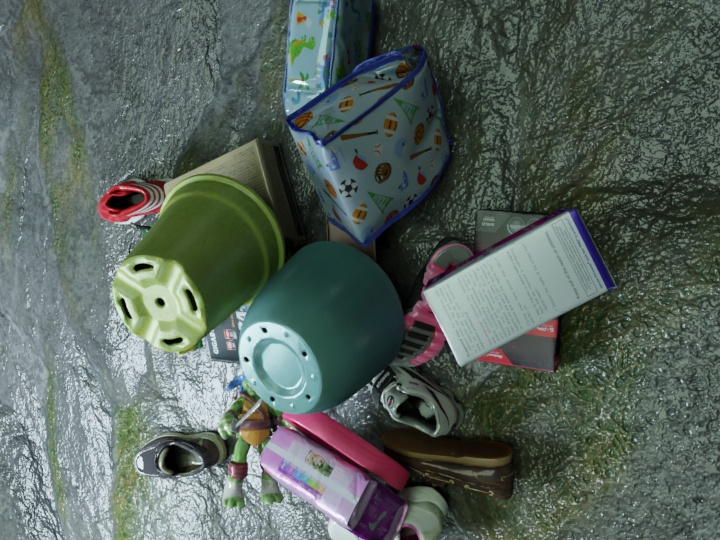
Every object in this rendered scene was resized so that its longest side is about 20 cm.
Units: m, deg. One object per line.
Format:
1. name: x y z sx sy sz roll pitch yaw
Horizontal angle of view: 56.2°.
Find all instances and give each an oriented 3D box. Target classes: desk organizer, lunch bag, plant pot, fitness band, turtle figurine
1. desk organizer: 0.000 0.000 0.981 0.075 0.071 0.207 -2 92 22
2. lunch bag: 0.025 -0.167 0.873 0.198 0.172 0.123 -38 43 -13
3. plant pot: -0.220 0.002 0.884 0.194 0.185 0.206 7 119 13
4. fitness band: -0.020 0.242 0.942 0.197 0.144 0.038 33 72 -2
5. lunch bag: -0.037 -0.300 0.934 0.080 0.160 0.206 9 99 19
6. turtle figurine: -0.147 0.263 1.025 0.195 0.143 0.200 7 95 29
7. plant pot: -0.062 0.086 0.869 0.196 0.161 0.206 12 117 24

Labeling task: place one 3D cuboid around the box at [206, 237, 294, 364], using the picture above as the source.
1. box: -0.168 0.048 1.026 0.154 0.046 0.205 3 118 16

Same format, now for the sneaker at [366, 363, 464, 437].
1. sneaker: 0.051 0.165 0.958 0.197 0.088 0.076 30 106 22

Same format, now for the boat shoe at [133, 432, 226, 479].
1. boat shoe: -0.321 0.320 1.154 0.195 0.064 0.074 -12 90 26

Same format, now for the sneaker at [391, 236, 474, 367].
1. sneaker: 0.094 0.041 0.935 0.077 0.096 0.203 25 111 -12

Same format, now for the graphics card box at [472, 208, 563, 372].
1. graphics card box: 0.208 0.024 0.894 0.122 0.051 0.206 7 95 25

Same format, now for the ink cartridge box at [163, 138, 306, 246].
1. ink cartridge box: -0.200 -0.091 1.068 0.196 0.075 0.169 -18 87 25

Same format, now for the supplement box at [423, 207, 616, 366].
1. supplement box: 0.183 0.017 0.807 0.197 0.101 0.105 -30 91 10

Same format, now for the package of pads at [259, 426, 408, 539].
1. package of pads: -0.040 0.301 0.943 0.197 0.121 0.077 16 68 43

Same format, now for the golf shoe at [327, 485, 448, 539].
1. golf shoe: 0.030 0.371 0.969 0.196 0.092 0.076 -22 114 26

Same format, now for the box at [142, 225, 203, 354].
1. box: -0.310 0.025 1.098 0.117 0.047 0.206 6 109 62

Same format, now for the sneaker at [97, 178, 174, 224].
1. sneaker: -0.404 -0.122 1.136 0.196 0.115 0.081 -10 89 31

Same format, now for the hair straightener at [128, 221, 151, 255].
1. hair straightener: -0.304 0.023 1.016 0.076 0.041 0.204 -27 95 9

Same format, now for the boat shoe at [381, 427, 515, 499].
1. boat shoe: 0.118 0.270 0.938 0.196 0.070 0.072 4 107 34
